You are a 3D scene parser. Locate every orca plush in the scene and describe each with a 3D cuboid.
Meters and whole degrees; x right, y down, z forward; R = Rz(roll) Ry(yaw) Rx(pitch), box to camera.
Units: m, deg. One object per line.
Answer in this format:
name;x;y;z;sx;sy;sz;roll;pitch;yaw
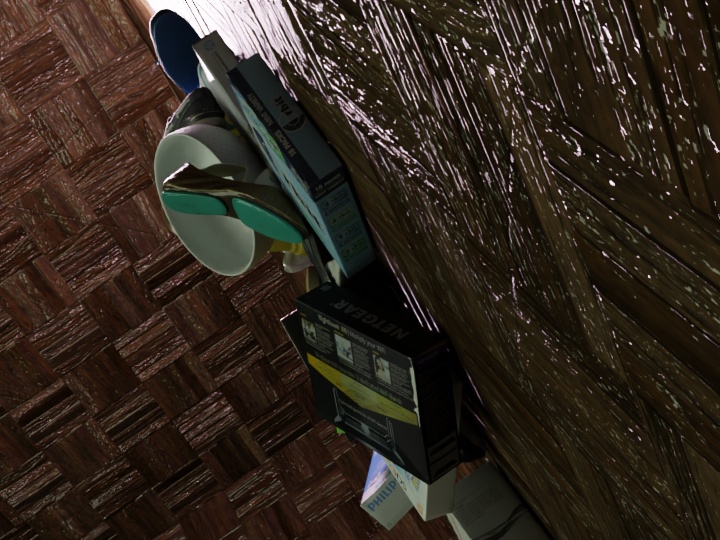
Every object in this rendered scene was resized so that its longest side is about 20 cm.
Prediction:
orca plush;0.073;0.164;1.435;0.201;0.071;0.105;56;175;9

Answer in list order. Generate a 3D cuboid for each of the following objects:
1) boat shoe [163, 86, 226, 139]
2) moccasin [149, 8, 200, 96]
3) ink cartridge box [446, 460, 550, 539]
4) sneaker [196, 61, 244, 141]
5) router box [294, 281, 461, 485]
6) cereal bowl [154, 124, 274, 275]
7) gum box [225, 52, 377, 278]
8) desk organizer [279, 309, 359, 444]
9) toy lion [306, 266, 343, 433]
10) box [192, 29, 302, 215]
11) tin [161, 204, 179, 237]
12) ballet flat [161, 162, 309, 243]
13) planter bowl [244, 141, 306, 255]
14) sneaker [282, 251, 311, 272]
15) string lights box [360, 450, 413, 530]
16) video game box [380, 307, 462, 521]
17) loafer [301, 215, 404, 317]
boat shoe;-0.235;-0.192;1.582;0.200;0.072;0.064;-31;73;62
moccasin;-0.254;-0.297;1.665;0.068;0.080;0.201;49;169;45
ink cartridge box;0.192;0.352;1.386;0.200;0.082;0.147;52;172;39
sneaker;-0.214;-0.217;1.631;0.076;0.104;0.201;56;175;29
router box;0.017;0.117;1.238;0.199;0.052;0.159;25;133;46
cereal bowl;-0.175;-0.100;1.484;0.199;0.083;0.202;30;137;33
gum box;-0.059;-0.106;1.207;0.171;0.044;0.201;55;175;28
desk organizer;-0.031;0.144;1.634;0.202;0.071;0.077;59;179;14
toy lion;-0.024;0.103;1.428;0.200;0.068;0.195;83;-178;-78
box;-0.128;-0.180;1.429;0.201;0.041;0.156;54;174;24
tin;-0.221;-0.111;1.683;0.111;0.042;0.201;33;-140;-8
ballet flat;-0.139;-0.090;1.345;0.197;0.073;0.068;14;150;24
planter bowl;-0.136;-0.090;1.602;0.201;0.083;0.201;52;163;23
sneaker;-0.126;-0.086;1.741;0.201;0.080;0.075;57;177;20
string lights box;0.062;0.282;1.677;0.059;0.103;0.200;40;-163;-5
video game box;0.054;0.159;1.345;0.182;0.046;0.202;48;146;47
loafer;-0.015;0.001;1.305;0.201;0.072;0.073;53;169;27
